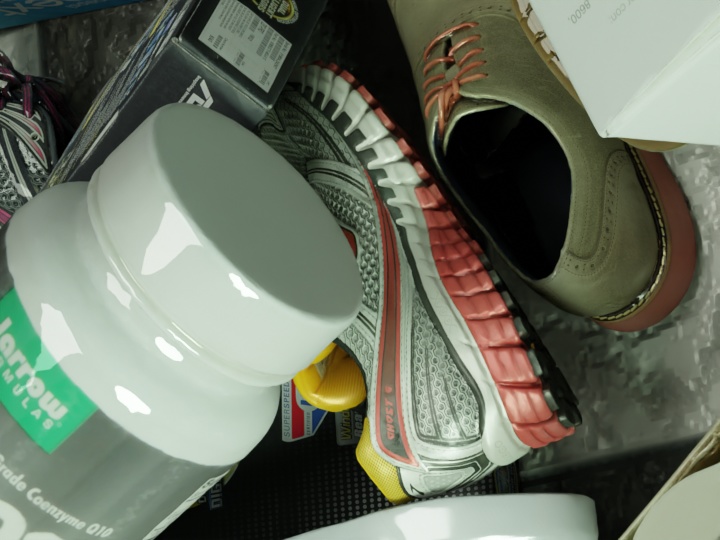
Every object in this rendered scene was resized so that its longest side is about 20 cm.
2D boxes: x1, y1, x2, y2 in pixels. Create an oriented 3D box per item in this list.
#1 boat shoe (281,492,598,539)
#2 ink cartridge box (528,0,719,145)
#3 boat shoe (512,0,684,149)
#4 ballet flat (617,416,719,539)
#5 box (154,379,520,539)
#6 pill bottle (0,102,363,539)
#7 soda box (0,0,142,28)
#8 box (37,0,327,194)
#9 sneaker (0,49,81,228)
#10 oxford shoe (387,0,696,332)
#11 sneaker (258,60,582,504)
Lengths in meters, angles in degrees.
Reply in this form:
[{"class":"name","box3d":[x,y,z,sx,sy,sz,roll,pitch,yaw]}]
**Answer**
[{"class":"boat shoe","box3d":[-0.006,0.125,1.010,0.199,0.073,0.066,-18,73,25]},{"class":"ink cartridge box","box3d":[0.102,-0.139,0.899,0.084,0.144,0.201,-45,59,36]},{"class":"boat shoe","box3d":[0.081,-0.132,1.031,0.072,0.065,0.201,-38,69,25]},{"class":"ballet flat","box3d":[0.087,0.122,0.969,0.200,0.069,0.069,-51,52,7]},{"class":"box","box3d":[-0.020,0.116,1.073,0.159,0.044,0.201,-7,75,16]},{"class":"pill bottle","box3d":[-0.099,0.042,0.987,0.200,0.113,0.113,-43,58,23]},{"class":"soda box","box3d":[-0.182,-0.143,1.298,0.199,0.068,0.065,-6,81,44]},{"class":"box","box3d":[-0.072,-0.063,1.109,0.161,0.049,0.200,-48,11,29]},{"class":"sneaker","box3d":[-0.162,-0.065,1.237,0.075,0.081,0.200,-40,94,29]},{"class":"oxford shoe","box3d":[0.051,-0.070,1.052,0.070,0.075,0.201,-45,58,24]},{"class":"sneaker","box3d":[0.000,0.000,1.027,0.082,0.078,0.200,-33,44,3]}]
